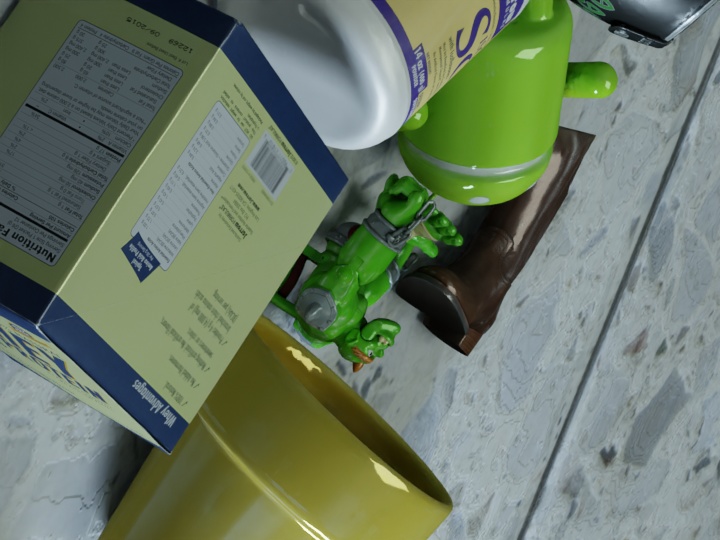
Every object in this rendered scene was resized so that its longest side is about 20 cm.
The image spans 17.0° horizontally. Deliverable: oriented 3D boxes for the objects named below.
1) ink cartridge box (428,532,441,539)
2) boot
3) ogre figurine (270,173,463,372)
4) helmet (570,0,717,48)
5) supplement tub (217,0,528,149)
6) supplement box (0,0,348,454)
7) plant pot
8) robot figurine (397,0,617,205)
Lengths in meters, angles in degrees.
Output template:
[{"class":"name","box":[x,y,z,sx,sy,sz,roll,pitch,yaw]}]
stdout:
[{"class":"ink cartridge box","box":[0.004,0.229,1.834,0.086,0.146,0.200,-59,152,-10]},{"class":"boot","box":[0.111,-0.043,1.859,0.201,0.064,0.186,-56,168,-6]},{"class":"ogre figurine","box":[0.000,0.000,1.688,0.098,0.200,0.120,45,82,-15]},{"class":"helmet","box":[0.200,-0.277,1.690,0.200,0.191,0.200,-44,-177,3]},{"class":"supplement tub","box":[0.022,-0.187,1.514,0.200,0.145,0.146,-44,147,-30]},{"class":"supplement box","box":[-0.139,-0.039,1.381,0.201,0.134,0.200,-57,151,-11]},{"class":"plant pot","box":[-0.070,0.160,1.623,0.189,0.201,0.201,-48,152,4]},{"class":"robot figurine","box":[0.086,-0.134,1.695,0.174,0.116,0.201,-13,130,-23]}]
